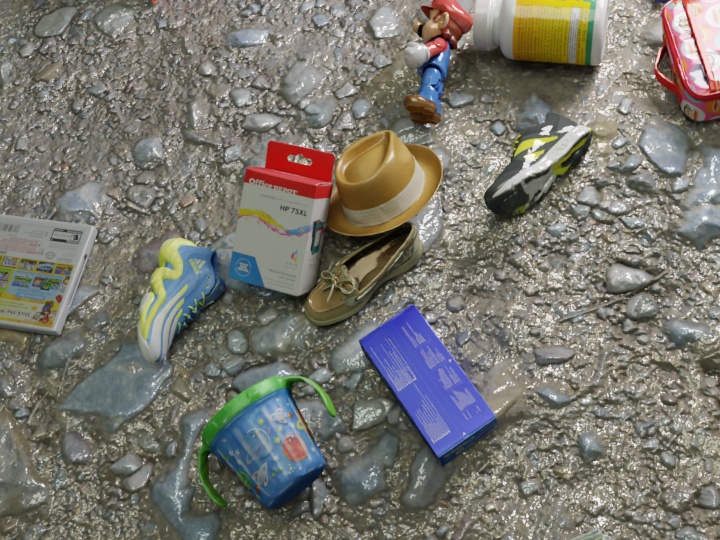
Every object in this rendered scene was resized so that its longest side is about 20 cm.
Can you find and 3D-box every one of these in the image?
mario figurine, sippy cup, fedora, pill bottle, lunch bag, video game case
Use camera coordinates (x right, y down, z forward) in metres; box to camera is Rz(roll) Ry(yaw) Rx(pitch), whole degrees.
[{"bbox_3d":[0.101,-0.333,1.516,0.105,0.123,0.203,18,79,-20],"label":"mario figurine"},{"bbox_3d":[-0.117,0.230,1.271,0.139,0.178,0.131,-16,62,-49],"label":"sippy cup"},{"bbox_3d":[0.022,-0.138,1.422,0.198,0.082,0.202,-16,39,13],"label":"fedora"},{"bbox_3d":[0.277,-0.380,1.510,0.197,0.113,0.114,8,64,15],"label":"pill bottle"},{"bbox_3d":[0.523,-0.321,1.455,0.173,0.082,0.203,-12,60,10],"label":"lunch bag"},{"bbox_3d":[-0.527,0.003,1.524,0.197,0.023,0.184,7,64,14],"label":"video game case"}]

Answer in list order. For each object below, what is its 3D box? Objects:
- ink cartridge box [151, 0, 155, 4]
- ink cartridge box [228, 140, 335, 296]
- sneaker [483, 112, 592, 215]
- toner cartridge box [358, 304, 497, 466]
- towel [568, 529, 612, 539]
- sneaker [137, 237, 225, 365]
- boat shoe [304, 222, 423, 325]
[{"bbox_3d":[-0.333,-0.594,1.714,0.049,0.163,0.202,11,66,18],"label":"ink cartridge box"},{"bbox_3d":[-0.111,-0.077,1.402,0.115,0.067,0.203,13,100,18],"label":"ink cartridge box"},{"bbox_3d":[0.247,-0.156,1.432,0.199,0.075,0.085,-36,56,-18],"label":"sneaker"},{"bbox_3d":[0.089,0.151,1.313,0.094,0.043,0.201,-32,61,-5],"label":"toner cartridge box"},{"bbox_3d":[0.231,0.406,1.098,0.169,0.048,0.202,-21,100,2],"label":"towel"},{"bbox_3d":[-0.255,0.041,1.420,0.103,0.076,0.203,1,62,11],"label":"sneaker"},{"bbox_3d":[0.000,0.000,1.397,0.199,0.063,0.073,-38,62,-10],"label":"boat shoe"}]
